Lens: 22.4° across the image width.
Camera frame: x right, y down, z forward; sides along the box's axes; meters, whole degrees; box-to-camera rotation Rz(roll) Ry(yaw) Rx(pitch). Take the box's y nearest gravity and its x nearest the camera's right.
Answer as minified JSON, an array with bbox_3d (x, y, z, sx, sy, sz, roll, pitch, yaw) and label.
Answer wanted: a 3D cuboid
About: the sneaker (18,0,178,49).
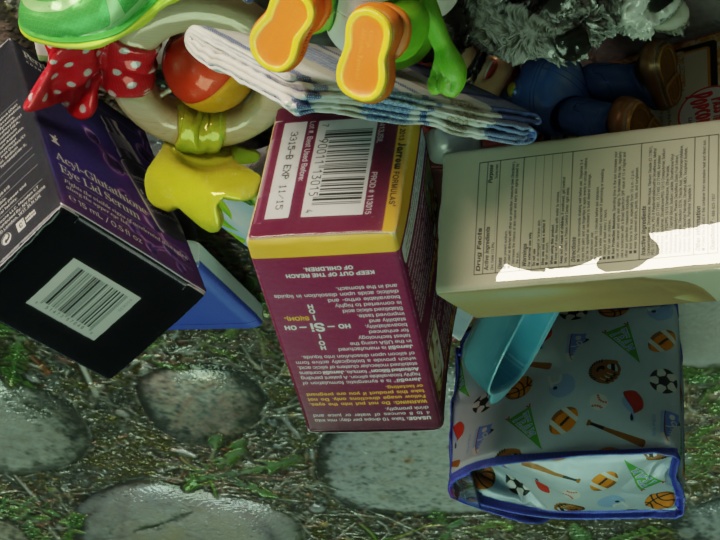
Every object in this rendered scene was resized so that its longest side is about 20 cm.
[{"bbox_3d":[-0.137,-0.206,1.143,0.200,0.074,0.084,-22,131,20],"label":"sneaker"}]

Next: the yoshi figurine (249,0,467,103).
[{"bbox_3d":[0.010,-0.147,1.098,0.112,0.200,0.113,-20,103,29],"label":"yoshi figurine"}]

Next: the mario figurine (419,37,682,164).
[{"bbox_3d":[0.111,-0.131,1.254,0.200,0.123,0.106,6,111,36],"label":"mario figurine"}]

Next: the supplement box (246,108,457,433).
[{"bbox_3d":[0.000,0.000,1.250,0.103,0.131,0.200,-3,135,12],"label":"supplement box"}]

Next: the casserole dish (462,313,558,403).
[{"bbox_3d":[0.136,0.010,1.418,0.039,0.121,0.200,31,105,16],"label":"casserole dish"}]

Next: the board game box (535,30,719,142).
[{"bbox_3d":[0.187,-0.081,1.286,0.200,0.152,0.046,-13,140,26],"label":"board game box"}]

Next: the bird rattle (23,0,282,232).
[{"bbox_3d":[-0.127,-0.138,1.258,0.163,0.113,0.200,-30,118,23],"label":"bird rattle"}]

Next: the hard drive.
[{"bbox_3d":[-0.170,0.015,1.523,0.132,0.025,0.200,-2,165,11],"label":"hard drive"}]

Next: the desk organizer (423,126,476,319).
[{"bbox_3d":[0.066,-0.043,1.427,0.077,0.072,0.200,1,144,12],"label":"desk organizer"}]

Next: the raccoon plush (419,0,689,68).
[{"bbox_3d":[0.122,-0.188,1.207,0.200,0.097,0.134,9,-166,44],"label":"raccoon plush"}]

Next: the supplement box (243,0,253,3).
[{"bbox_3d":[-0.035,-0.295,0.986,0.200,0.134,0.200,-29,107,39],"label":"supplement box"}]

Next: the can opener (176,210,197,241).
[{"bbox_3d":[-0.212,-0.075,1.457,0.066,0.053,0.200,-43,132,5],"label":"can opener"}]

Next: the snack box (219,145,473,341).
[{"bbox_3d":[-0.017,-0.017,1.415,0.200,0.053,0.142,38,162,-18],"label":"snack box"}]

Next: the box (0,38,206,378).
[{"bbox_3d":[-0.216,-0.045,1.301,0.104,0.200,0.148,-41,136,16],"label":"box"}]

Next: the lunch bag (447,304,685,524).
[{"bbox_3d":[0.176,0.122,1.554,0.199,0.170,0.124,-3,138,11],"label":"lunch bag"}]

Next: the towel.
[{"bbox_3d":[0.001,-0.118,1.156,0.200,0.147,0.024,4,109,-37],"label":"towel"}]

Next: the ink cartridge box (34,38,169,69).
[{"bbox_3d":[-0.161,-0.215,1.240,0.145,0.048,0.200,5,146,3],"label":"ink cartridge box"}]

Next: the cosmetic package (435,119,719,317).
[{"bbox_3d":[0.154,-0.031,1.193,0.199,0.106,0.071,-4,161,28],"label":"cosmetic package"}]
